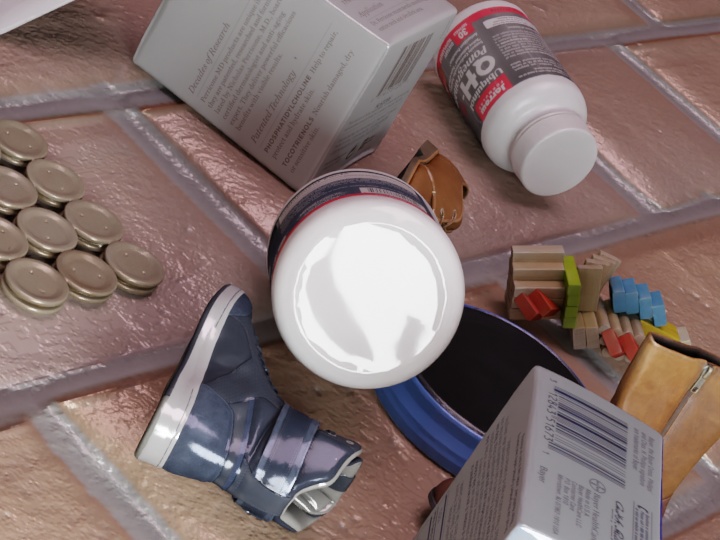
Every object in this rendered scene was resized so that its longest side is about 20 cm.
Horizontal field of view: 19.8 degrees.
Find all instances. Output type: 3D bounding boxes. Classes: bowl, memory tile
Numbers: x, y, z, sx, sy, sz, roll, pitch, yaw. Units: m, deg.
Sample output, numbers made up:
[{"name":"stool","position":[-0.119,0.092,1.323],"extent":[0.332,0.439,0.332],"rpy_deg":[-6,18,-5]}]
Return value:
[{"name":"bowl","position":[0.103,0.099,1.642],"extent":[0.199,0.040,0.201],"rpy_deg":[23,30,-14]},{"name":"memory tile","position":[-0.253,-0.043,1.548],"extent":[0.200,0.017,0.153],"rpy_deg":[46,32,22]}]

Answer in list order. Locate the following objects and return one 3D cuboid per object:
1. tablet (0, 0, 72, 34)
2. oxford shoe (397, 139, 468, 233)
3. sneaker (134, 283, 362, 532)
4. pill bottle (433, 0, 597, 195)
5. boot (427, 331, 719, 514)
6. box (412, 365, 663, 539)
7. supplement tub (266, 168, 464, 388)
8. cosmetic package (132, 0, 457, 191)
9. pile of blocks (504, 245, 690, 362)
[{"name":"tablet","position":[-0.239,-0.281,1.786],"extent":[0.131,0.199,0.014],"rpy_deg":[-112,177,-47]},{"name":"oxford shoe","position":[0.055,-0.056,1.806],"extent":[0.071,0.071,0.200],"rpy_deg":[38,28,1]},{"name":"sneaker","position":[-0.066,0.098,1.440],"extent":[0.145,0.077,0.203],"rpy_deg":[25,32,-4]},{"name":"pill bottle","position":[0.155,-0.167,2.024],"extent":[0.110,0.111,0.201],"rpy_deg":[9,35,-34]},{"name":"boot","position":[0.167,0.130,1.488],"extent":[0.187,0.201,0.069],"rpy_deg":[20,31,-19]},{"name":"box","position":[0.101,0.201,1.317],"extent":[0.104,0.201,0.184],"rpy_deg":[29,29,-7]},{"name":"supplement tub","position":[0.000,0.000,1.546],"extent":[0.140,0.141,0.200],"rpy_deg":[26,8,-8]},{"name":"cosmetic package","position":[-0.056,-0.209,1.834],"extent":[0.200,0.167,0.167],"rpy_deg":[38,29,10]},{"name":"pile of blocks","position":[0.215,0.039,1.795],"extent":[0.199,0.082,0.062],"rpy_deg":[21,30,-18]}]
